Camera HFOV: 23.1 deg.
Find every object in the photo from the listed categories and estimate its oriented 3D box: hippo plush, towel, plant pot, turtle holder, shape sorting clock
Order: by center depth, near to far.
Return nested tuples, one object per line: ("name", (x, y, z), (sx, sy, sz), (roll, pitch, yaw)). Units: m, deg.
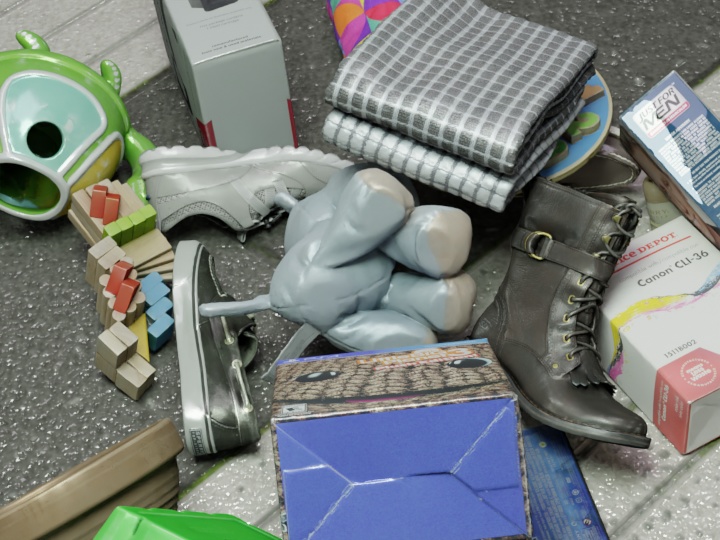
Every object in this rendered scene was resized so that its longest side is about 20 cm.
("plant pot", (-0.198, 0.189, 1.223), (0.201, 0.201, 0.093), (-30, 91, -22))
("towel", (0.083, -0.146, 1.383), (0.166, 0.086, 0.200), (20, 40, 16))
("hippo plush", (0.000, 0.000, 1.403), (0.200, 0.159, 0.161), (-39, 16, 10))
("shape sorting clock", (0.111, -0.134, 1.476), (0.200, 0.039, 0.200), (-2, 43, 2))
("turtle holder", (-0.268, -0.102, 1.535), (0.141, 0.186, 0.132), (-25, 38, 27))

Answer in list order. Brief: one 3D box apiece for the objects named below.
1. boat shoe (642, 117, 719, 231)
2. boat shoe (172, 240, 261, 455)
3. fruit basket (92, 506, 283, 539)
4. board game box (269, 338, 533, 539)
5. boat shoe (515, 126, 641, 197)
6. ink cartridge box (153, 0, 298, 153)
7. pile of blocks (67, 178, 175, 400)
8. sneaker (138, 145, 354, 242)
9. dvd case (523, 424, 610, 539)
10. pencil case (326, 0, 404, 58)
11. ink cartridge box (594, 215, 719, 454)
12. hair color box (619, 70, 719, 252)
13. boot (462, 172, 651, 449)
("boat shoe", (0.320, -0.097, 1.491), (0.200, 0.065, 0.072), (-32, 26, -20))
("boat shoe", (-0.112, 0.058, 1.395), (0.064, 0.071, 0.200), (-8, 53, -2))
("fruit basket", (-0.111, 0.266, 1.130), (0.155, 0.216, 0.216), (21, 51, 25))
("board game box", (0.024, 0.118, 1.201), (0.159, 0.097, 0.200), (-6, 8, -1))
("boat shoe", (0.144, -0.092, 1.511), (0.200, 0.072, 0.060), (7, 49, 11))
("ink cartridge box", (-0.128, -0.201, 1.595), (0.083, 0.145, 0.200), (-18, 46, -8))
("pile of blocks", (-0.183, 0.002, 1.425), (0.082, 0.062, 0.200), (-6, 61, -16))
("sneaker", (-0.091, -0.065, 1.524), (0.200, 0.082, 0.075), (-1, -1, -9))
("dvd case", (0.072, 0.187, 1.279), (0.200, 0.018, 0.143), (-12, 46, -7))
("pencil case", (0.029, -0.199, 1.623), (0.088, 0.088, 0.200), (-14, 46, -8))
("ink cartridge box", (0.240, 0.035, 1.377), (0.116, 0.068, 0.200), (-25, 48, -18))
("hair color box", (0.288, -0.055, 1.381), (0.061, 0.100, 0.200), (-40, 78, 1))
("boot", (0.165, 0.025, 1.321), (0.200, 0.069, 0.174), (31, 98, 38))
